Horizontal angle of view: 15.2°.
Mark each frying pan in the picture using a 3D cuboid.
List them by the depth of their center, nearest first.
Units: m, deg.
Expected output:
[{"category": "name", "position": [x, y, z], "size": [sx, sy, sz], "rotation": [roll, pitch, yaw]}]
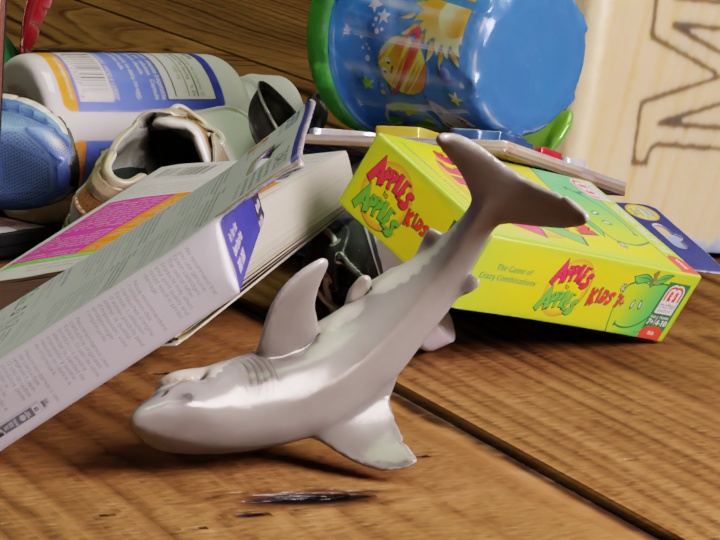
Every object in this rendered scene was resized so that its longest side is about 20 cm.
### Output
[{"category": "frying pan", "position": [-0.045, -0.090, 1.733], "size": [0.031, 0.115, 0.190], "rotation": [-35, 37, 9]}]

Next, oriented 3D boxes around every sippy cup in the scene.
[{"category": "sippy cup", "position": [0.059, -0.136, 1.592], "size": [0.177, 0.141, 0.130], "rotation": [-4, 14, -40]}]

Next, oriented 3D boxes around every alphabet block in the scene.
[{"category": "alphabet block", "position": [0.166, -0.128, 1.844], "size": [0.196, 0.201, 0.195], "rotation": [2, 10, -38]}]

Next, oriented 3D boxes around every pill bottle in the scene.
[{"category": "pill bottle", "position": [-0.140, -0.089, 1.796], "size": [0.199, 0.113, 0.112], "rotation": [-2, 13, -32]}]

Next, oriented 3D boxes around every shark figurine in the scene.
[{"category": "shark figurine", "position": [0.012, 0.039, 1.216], "size": [0.090, 0.214, 0.128], "rotation": [54, 1, 24]}]

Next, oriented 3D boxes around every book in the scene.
[{"category": "book", "position": [-0.107, -0.017, 1.479], "size": [0.133, 0.048, 0.200], "rotation": [-2, 20, 31]}]

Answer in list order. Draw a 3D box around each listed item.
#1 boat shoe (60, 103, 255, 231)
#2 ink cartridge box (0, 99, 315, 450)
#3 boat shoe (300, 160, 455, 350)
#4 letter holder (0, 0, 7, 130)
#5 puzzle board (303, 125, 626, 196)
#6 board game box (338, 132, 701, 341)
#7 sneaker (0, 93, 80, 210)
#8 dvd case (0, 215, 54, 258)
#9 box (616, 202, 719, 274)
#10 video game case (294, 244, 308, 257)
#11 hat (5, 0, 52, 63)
[{"category": "boat shoe", "position": [-0.111, -0.063, 1.661], "size": [0.074, 0.069, 0.200], "rotation": [30, 33, 9]}, {"category": "ink cartridge box", "position": [-0.096, 0.002, 1.258], "size": [0.199, 0.041, 0.200], "rotation": [-34, 8, 8]}, {"category": "boat shoe", "position": [0.000, 0.000, 1.531], "size": [0.068, 0.072, 0.200], "rotation": [-29, 29, 1]}, {"category": "letter holder", "position": [-0.276, -0.081, 1.471], "size": [0.141, 0.201, 0.101], "rotation": [-1, 12, -21]}, {"category": "puzzle board", "position": [0.057, -0.068, 1.618], "size": [0.150, 0.018, 0.200], "rotation": [5, -4, 26]}, {"category": "board game box", "position": [0.091, -0.017, 1.491], "size": [0.199, 0.048, 0.102], "rotation": [10, 27, -50]}, {"category": "sneaker", "position": [-0.270, -0.064, 1.668], "size": [0.199, 0.079, 0.089], "rotation": [4, 25, 14]}, {"category": "dvd case", "position": [-0.309, -0.029, 1.670], "size": [0.199, 0.018, 0.142], "rotation": [12, 14, 35]}, {"category": "box", "position": [0.113, -0.015, 1.656], "size": [0.199, 0.033, 0.121], "rotation": [3, 21, -21]}, {"category": "video game case", "position": [0.025, -0.018, 1.745], "size": [0.143, 0.018, 0.199], "rotation": [-7, 16, -43]}, {"category": "hat", "position": [-0.291, -0.182, 2.038], "size": [0.165, 0.177, 0.200], "rotation": [3, 11, -7]}]
